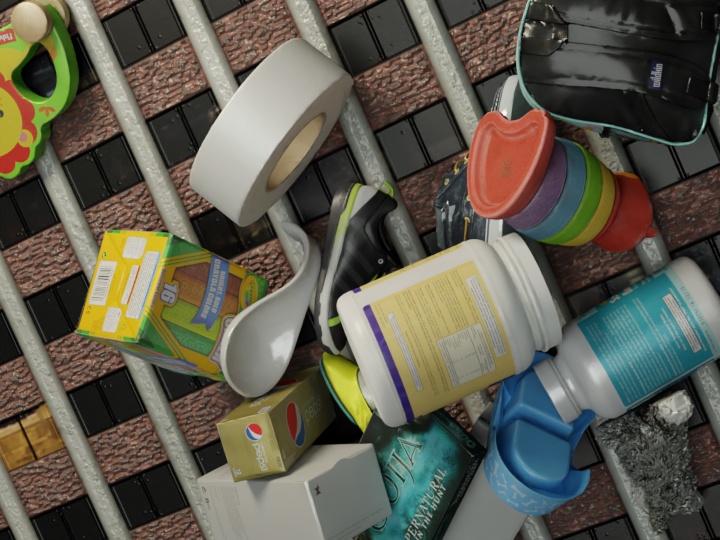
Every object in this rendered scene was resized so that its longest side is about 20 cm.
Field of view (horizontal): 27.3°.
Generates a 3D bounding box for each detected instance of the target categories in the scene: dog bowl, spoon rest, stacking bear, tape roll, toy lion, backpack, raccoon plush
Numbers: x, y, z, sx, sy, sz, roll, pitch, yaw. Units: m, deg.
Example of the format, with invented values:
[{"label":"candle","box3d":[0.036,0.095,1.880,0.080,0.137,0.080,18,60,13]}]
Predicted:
[{"label":"dog bowl","box3d":[0.186,0.174,1.567,0.111,0.201,0.050,25,131,-8]},{"label":"spoon rest","box3d":[-0.094,0.043,1.622,0.060,0.099,0.202,6,67,41]},{"label":"stacking bear","box3d":[0.217,-0.078,1.513,0.198,0.121,0.115,19,84,-31]},{"label":"tape roll","box3d":[-0.094,-0.147,1.579,0.071,0.202,0.203,37,108,7]},{"label":"toy lion","box3d":[-0.419,-0.207,1.741,0.198,0.069,0.194,-11,104,18]},{"label":"backpack","box3d":[0.252,-0.223,1.481,0.197,0.153,0.178,8,101,-2]},{"label":"raccoon plush","box3d":[0.315,0.205,1.538,0.096,0.200,0.135,-26,84,1]}]

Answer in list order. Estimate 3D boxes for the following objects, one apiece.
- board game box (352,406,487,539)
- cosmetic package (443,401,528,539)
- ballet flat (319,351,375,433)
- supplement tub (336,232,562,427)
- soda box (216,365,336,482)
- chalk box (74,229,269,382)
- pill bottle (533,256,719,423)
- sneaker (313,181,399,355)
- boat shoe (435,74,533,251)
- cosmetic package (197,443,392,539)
[{"label":"board game box","box3d":[0.046,0.229,1.592,0.135,0.028,0.201,41,123,31]},{"label":"cosmetic package","box3d":[0.133,0.261,1.651,0.106,0.090,0.201,33,105,7]},{"label":"ballet flat","box3d":[0.027,0.169,1.666,0.067,0.067,0.202,-31,82,23]},{"label":"supplement tub","box3d":[0.090,0.056,1.504,0.198,0.145,0.147,-23,94,-3]},{"label":"soda box","box3d":[-0.089,0.166,1.636,0.063,0.200,0.069,-15,97,18]},{"label":"chalk box","box3d":[-0.192,0.047,1.650,0.123,0.199,0.126,4,75,45]},{"label":"pill bottle","box3d":[0.281,0.079,1.535,0.199,0.111,0.112,-30,91,4]},{"label":"sneaker","box3d":[0.000,0.000,1.643,0.082,0.072,0.203,10,99,9]},{"label":"boat shoe","box3d":[0.131,-0.110,1.587,0.090,0.071,0.203,8,93,32]},{"label":"cosmetic package","box3d":[-0.074,0.245,1.614,0.199,0.107,0.086,-7,102,49]}]
